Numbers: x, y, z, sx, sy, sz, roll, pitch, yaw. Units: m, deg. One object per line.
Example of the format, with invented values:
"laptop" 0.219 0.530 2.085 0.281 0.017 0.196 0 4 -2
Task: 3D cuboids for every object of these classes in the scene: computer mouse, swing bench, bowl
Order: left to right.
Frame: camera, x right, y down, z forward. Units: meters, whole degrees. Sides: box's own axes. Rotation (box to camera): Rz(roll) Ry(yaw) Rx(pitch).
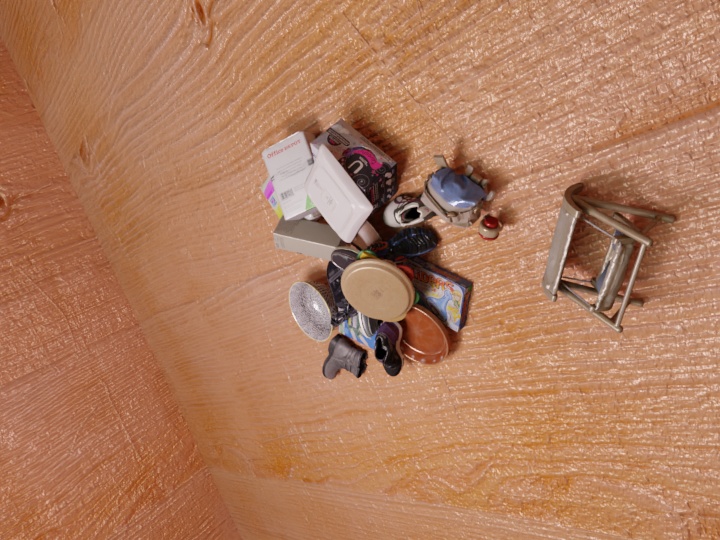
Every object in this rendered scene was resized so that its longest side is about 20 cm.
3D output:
"bowl" -0.125 0.109 1.810 0.199 0.094 0.203 27 131 36
"computer mouse" -0.047 0.053 1.696 0.138 0.052 0.203 -34 60 42
"swing bench" 0.447 -0.029 1.104 0.199 0.129 0.202 28 130 34

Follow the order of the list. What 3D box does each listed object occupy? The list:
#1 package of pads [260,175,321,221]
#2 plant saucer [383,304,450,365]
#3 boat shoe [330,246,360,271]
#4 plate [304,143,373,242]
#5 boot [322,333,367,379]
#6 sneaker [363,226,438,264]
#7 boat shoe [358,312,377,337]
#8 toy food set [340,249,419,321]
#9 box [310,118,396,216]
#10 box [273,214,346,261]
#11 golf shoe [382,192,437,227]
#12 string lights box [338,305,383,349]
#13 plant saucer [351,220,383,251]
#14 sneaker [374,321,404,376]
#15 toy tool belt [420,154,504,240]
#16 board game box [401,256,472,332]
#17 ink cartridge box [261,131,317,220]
"package of pads" -0.201 -0.213 1.728 0.201 0.068 0.154 57 141 5
"plant saucer" 0.151 0.164 1.547 0.198 0.032 0.202 24 136 25
"boat shoe" 0.000 0.000 1.558 0.198 0.065 0.073 28 133 15
"plate" -0.067 -0.179 1.429 0.201 0.032 0.200 53 153 7
"boot" -0.050 0.309 1.873 0.131 0.070 0.202 33 137 22
"sneaker" 0.102 -0.054 1.467 0.197 0.078 0.077 -15 73 17
"boat shoe" 0.038 0.084 1.610 0.061 0.073 0.204 -1 85 28
"toy food set" 0.048 0.044 1.448 0.198 0.049 0.199 28 133 -3
"box" -0.017 -0.252 1.442 0.200 0.115 0.133 42 163 21
"box" -0.143 -0.091 1.660 0.197 0.083 0.069 15 143 12
"golf shoe" 0.111 -0.144 1.425 0.199 0.088 0.078 -14 103 51
"string lights box" 0.025 0.163 1.711 0.198 0.059 0.104 22 124 37
"plant saucer" -0.015 -0.105 1.542 0.200 0.037 0.201 43 169 10
"sneaker" 0.066 0.227 1.583 0.075 0.088 0.202 19 134 29
"toy tool belt" 0.228 -0.162 1.265 0.199 0.124 0.124 36 143 26
"board game box" 0.187 0.053 1.496 0.199 0.034 0.137 28 130 33
"ink cartridge box" -0.165 -0.258 1.597 0.144 0.084 0.203 -20 89 23
